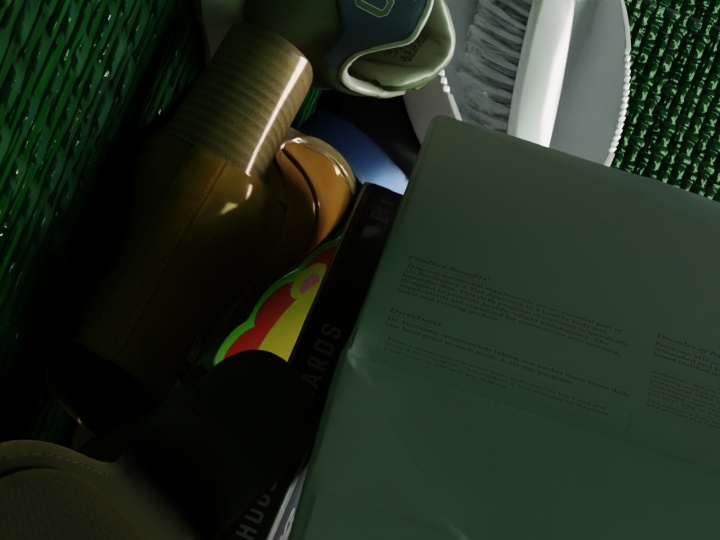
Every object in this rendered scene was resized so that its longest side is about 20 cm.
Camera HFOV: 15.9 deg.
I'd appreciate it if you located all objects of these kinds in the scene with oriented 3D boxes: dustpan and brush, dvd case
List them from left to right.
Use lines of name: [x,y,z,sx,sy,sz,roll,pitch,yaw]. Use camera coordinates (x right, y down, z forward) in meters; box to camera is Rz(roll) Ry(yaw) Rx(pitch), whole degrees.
dvd case: [-0.026,0.076,1.061,0.150,0.025,0.201,86,25,-76]
dustpan and brush: [0.064,-0.049,1.052,0.139,0.057,0.202,16,81,-45]

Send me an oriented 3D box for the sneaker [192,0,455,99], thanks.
sneaker: [-0.008,-0.090,0.991,0.200,0.089,0.068,75,36,-82]

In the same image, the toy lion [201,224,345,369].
toy lion: [0.000,0.000,1.217,0.191,0.069,0.201,-12,138,-45]

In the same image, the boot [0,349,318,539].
boot: [-0.115,0.105,0.851,0.155,0.077,0.200,-42,178,43]

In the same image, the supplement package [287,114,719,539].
supplement package: [0.081,0.072,0.916,0.200,0.190,0.148,-68,176,-63]

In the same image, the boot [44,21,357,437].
boot: [-0.064,0.001,0.972,0.145,0.070,0.201,-61,171,-12]

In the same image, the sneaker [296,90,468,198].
sneaker: [0.045,-0.032,1.131,0.078,0.070,0.200,-52,140,-10]

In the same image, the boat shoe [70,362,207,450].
boat shoe: [-0.094,0.126,1.068,0.072,0.070,0.202,-47,155,-61]
